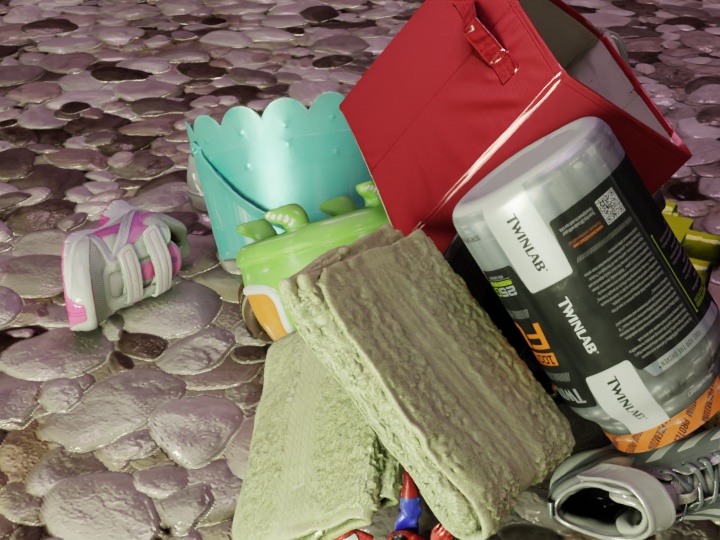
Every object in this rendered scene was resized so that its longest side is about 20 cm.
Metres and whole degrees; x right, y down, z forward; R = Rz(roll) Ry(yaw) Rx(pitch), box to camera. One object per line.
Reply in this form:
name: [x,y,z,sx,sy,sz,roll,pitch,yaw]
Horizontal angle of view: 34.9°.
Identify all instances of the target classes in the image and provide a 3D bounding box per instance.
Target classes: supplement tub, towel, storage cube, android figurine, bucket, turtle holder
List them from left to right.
bucket: [-0.061,-0.091,1.105,0.203,0.137,0.207,-10,4,1]
towel: [-0.025,0.103,0.788,0.147,0.036,0.202,-30,34,34]
turtle holder: [-0.009,0.003,0.956,0.184,0.134,0.140,-17,0,-41]
towel: [0.045,0.063,0.732,0.201,0.037,0.148,51,38,10]
storage cube: [0.116,-0.113,0.909,0.198,0.180,0.172,20,35,-40]
supplement tub: [0.159,0.012,0.764,0.122,0.202,0.123,-33,7,5]
android figurine: [0.260,-0.030,1.155,0.197,0.042,0.182,16,33,25]

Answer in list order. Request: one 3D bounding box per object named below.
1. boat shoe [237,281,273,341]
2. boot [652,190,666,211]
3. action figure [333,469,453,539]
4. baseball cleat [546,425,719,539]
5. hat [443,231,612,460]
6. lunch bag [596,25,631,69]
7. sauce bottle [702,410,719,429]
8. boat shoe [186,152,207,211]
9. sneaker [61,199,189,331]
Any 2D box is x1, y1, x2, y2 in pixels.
boat shoe: [-0.020,0.004,1.062,0.199,0.076,0.075,-12,24,-19]
boot: [0.165,-0.023,1.093,0.199,0.069,0.188,-41,37,-11]
action figure: [0.076,0.171,0.731,0.196,0.101,0.065,5,27,14]
baseball cleat: [0.222,0.146,0.760,0.197,0.071,0.106,-16,3,17]
hat: [0.136,0.038,0.864,0.197,0.205,0.081,-7,3,-12]
lunch bag: [0.211,-0.179,1.292,0.198,0.170,0.139,-21,34,-32]
sauce bottle: [0.295,0.106,0.878,0.064,0.066,0.200,-11,29,-20]
boat shoe: [-0.096,-0.113,1.279,0.196,0.070,0.072,-2,28,-3]
sneaker: [-0.218,-0.009,1.077,0.087,0.083,0.201,3,29,10]
